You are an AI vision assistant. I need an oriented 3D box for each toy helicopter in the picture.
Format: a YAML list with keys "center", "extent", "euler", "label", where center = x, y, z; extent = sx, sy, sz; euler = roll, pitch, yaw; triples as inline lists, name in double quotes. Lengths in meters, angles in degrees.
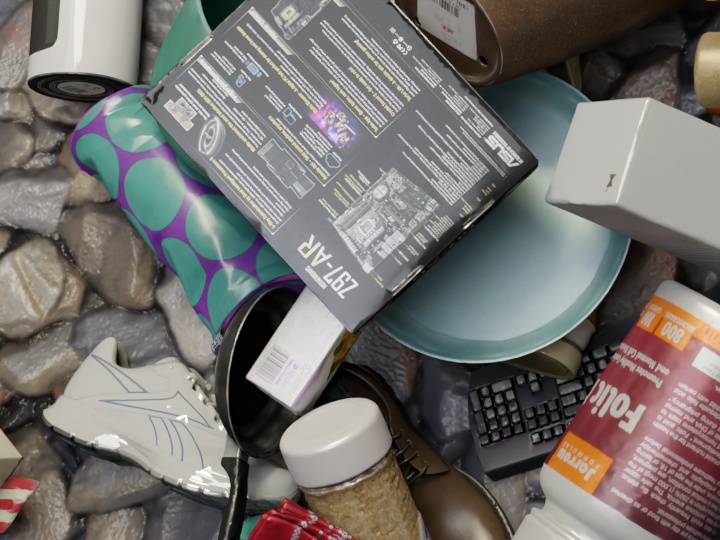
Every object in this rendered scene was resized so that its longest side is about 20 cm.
- center: [0.244, -0.148, 1.542]
  extent: [0.079, 0.200, 0.133]
  euler: [6, 106, 20]
  label: "toy helicopter"

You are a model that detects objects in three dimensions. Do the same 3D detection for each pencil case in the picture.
- center: [-0.118, -0.035, 1.707]
  extent: [0.200, 0.085, 0.092]
  euler: [52, 136, 22]
  label: "pencil case"

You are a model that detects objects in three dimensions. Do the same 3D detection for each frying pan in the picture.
- center: [-0.068, 0.104, 1.630]
  extent: [0.031, 0.115, 0.190]
  euler: [9, 96, 27]
  label: "frying pan"

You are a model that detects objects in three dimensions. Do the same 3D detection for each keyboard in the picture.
- center: [0.171, 0.096, 1.615]
  extent: [0.200, 0.021, 0.127]
  euler: [-20, 73, 15]
  label: "keyboard"

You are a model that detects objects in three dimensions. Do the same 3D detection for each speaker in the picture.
- center: [-0.194, -0.228, 1.779]
  extent: [0.081, 0.081, 0.200]
  euler: [-1, 79, 19]
  label: "speaker"

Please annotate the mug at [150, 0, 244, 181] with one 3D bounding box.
- center: [-0.073, -0.115, 1.658]
  extent: [0.152, 0.185, 0.114]
  euler: [39, 127, 7]
  label: "mug"

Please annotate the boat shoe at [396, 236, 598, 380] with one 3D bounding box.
- center: [0.066, 0.010, 1.647]
  extent: [0.200, 0.075, 0.068]
  euler: [20, 74, 19]
  label: "boat shoe"

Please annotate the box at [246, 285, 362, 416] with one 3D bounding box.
- center: [0.000, 0.000, 1.577]
  extent: [0.041, 0.039, 0.200]
  euler: [32, 87, 18]
  label: "box"

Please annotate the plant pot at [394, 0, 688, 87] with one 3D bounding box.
- center: [0.120, -0.211, 1.568]
  extent: [0.187, 0.187, 0.200]
  euler: [39, 62, 22]
  label: "plant pot"

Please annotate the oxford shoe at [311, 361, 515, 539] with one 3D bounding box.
- center: [0.026, 0.140, 1.622]
  extent: [0.073, 0.084, 0.200]
  euler: [-45, 70, 3]
  label: "oxford shoe"

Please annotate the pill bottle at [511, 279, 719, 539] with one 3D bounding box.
- center: [0.184, 0.117, 1.535]
  extent: [0.114, 0.114, 0.200]
  euler: [33, 90, 22]
  label: "pill bottle"

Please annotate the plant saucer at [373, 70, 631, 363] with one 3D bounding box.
- center: [0.081, -0.036, 1.598]
  extent: [0.200, 0.027, 0.201]
  euler: [-3, 76, 14]
  label: "plant saucer"

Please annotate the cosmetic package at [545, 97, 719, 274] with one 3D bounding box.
- center: [0.229, -0.039, 1.524]
  extent: [0.200, 0.101, 0.071]
  euler: [21, 85, -21]
  label: "cosmetic package"

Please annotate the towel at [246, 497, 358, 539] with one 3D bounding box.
- center: [0.000, 0.243, 1.553]
  extent: [0.200, 0.022, 0.145]
  euler: [30, 119, -2]
  label: "towel"

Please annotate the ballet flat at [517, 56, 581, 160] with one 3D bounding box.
- center: [0.121, -0.102, 1.650]
  extent: [0.069, 0.069, 0.200]
  euler: [-13, 75, 16]
  label: "ballet flat"

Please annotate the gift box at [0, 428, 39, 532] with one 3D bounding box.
- center: [-0.349, 0.128, 1.695]
  extent: [0.200, 0.187, 0.185]
  euler: [-47, 66, 21]
  label: "gift box"

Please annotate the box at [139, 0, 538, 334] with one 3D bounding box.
- center: [-0.012, -0.086, 1.533]
  extent: [0.160, 0.044, 0.200]
  euler: [-43, 86, 2]
  label: "box"

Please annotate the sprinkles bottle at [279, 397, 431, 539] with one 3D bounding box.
- center: [0.015, 0.182, 1.571]
  extent: [0.068, 0.068, 0.200]
  euler: [-17, 110, 15]
  label: "sprinkles bottle"

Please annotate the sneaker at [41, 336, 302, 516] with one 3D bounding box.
- center: [-0.123, 0.107, 1.689]
  extent: [0.200, 0.075, 0.087]
  euler: [23, 81, 21]
  label: "sneaker"

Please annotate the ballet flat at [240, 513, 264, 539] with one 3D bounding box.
- center: [-0.061, 0.260, 1.629]
  extent: [0.067, 0.070, 0.200]
  euler: [-33, 61, 52]
  label: "ballet flat"
